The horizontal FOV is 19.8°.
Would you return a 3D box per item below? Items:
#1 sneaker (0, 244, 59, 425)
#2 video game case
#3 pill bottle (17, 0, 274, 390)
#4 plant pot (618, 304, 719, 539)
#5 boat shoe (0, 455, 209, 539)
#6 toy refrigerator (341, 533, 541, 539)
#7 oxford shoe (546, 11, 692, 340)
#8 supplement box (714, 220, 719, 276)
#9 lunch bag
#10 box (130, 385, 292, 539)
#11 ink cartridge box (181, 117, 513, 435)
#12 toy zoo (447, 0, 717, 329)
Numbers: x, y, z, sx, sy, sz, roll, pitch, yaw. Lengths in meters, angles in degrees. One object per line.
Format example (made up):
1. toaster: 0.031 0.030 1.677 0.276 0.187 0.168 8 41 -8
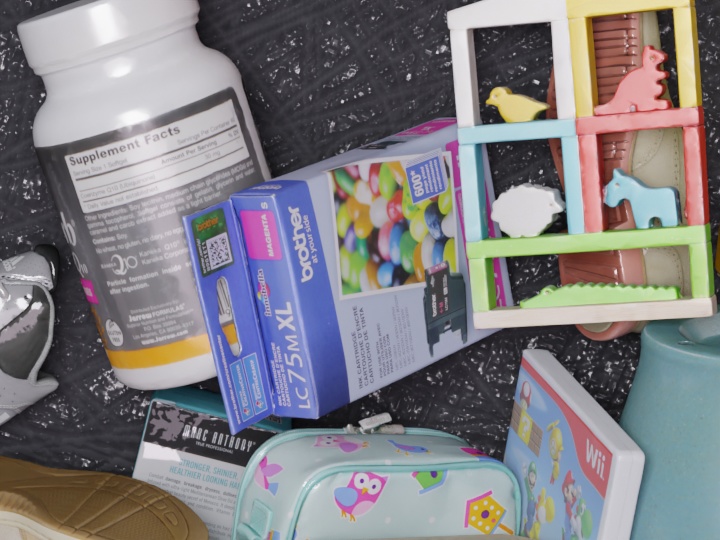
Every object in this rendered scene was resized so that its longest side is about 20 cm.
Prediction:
1. sneaker: -0.226 -0.005 1.117 0.115 0.075 0.201 -27 111 -2
2. video game case: 0.102 0.162 1.113 0.017 0.143 0.202 3 108 -17
3. pill bottle: -0.105 -0.048 1.087 0.115 0.116 0.201 -18 101 1
4. plant pot: 0.212 0.122 1.089 0.198 0.200 0.190 -1 103 -3
5. boat shoe: -0.165 0.150 1.117 0.199 0.074 0.070 10 112 32
6. toy refrigerator: 0.007 0.176 1.040 0.199 0.070 0.077 2 87 -27
7. oxford shoe: 0.150 -0.065 1.132 0.073 0.071 0.202 -4 98 -33
8. supplement box: 0.264 -0.081 1.101 0.108 0.110 0.202 4 101 -3
9. lunch bag: -0.002 0.180 1.132 0.159 0.077 0.202 3 104 -26
10. box: -0.102 0.169 1.162 0.082 0.049 0.202 15 100 -6
11. ink cartridge box: 0.000 0.000 1.077 0.199 0.042 0.120 -22 106 -42
12. toy zoo: 0.115 -0.073 1.081 0.130 0.020 0.202 -3 95 18
